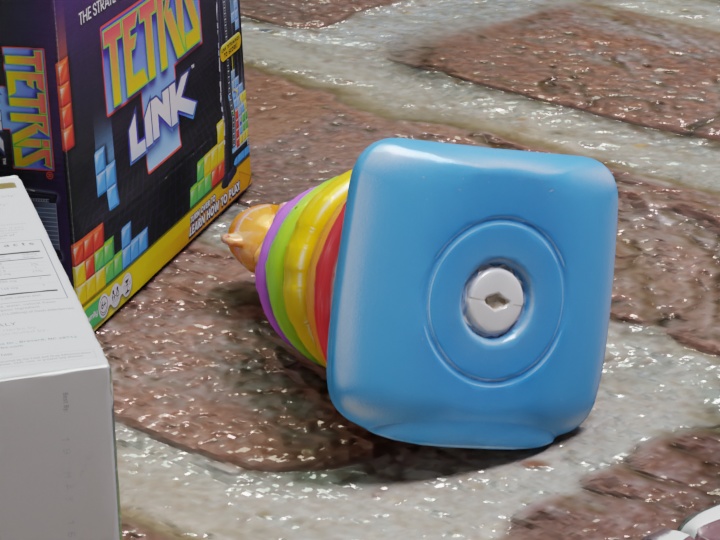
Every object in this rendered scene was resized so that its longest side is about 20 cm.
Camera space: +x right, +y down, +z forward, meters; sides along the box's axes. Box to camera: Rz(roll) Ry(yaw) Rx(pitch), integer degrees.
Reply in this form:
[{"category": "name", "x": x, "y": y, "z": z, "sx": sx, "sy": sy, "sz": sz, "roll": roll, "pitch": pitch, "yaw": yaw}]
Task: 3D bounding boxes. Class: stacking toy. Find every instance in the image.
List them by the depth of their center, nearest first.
[{"category": "stacking toy", "x": 0.000, "y": 0.000, "z": 1.151, "sx": 0.116, "sy": 0.110, "sz": 0.200, "roll": 4, "pitch": 5, "yaw": -30}]

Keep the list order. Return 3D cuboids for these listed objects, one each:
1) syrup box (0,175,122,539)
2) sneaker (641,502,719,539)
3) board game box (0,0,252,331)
[{"category": "syrup box", "x": -0.142, "y": 0.037, "z": 1.071, "sx": 0.081, "sy": 0.079, "sz": 0.200, "roll": -7, "pitch": 22, "yaw": -14}, {"category": "sneaker", "x": 0.101, "y": 0.123, "z": 0.846, "sx": 0.200, "sy": 0.076, "sz": 0.115, "roll": -20, "pitch": 31, "yaw": -41}, {"category": "board game box", "x": -0.107, "y": -0.082, "z": 1.257, "sx": 0.057, "sy": 0.166, "sz": 0.200, "roll": 5, "pitch": 23, "yaw": 17}]
